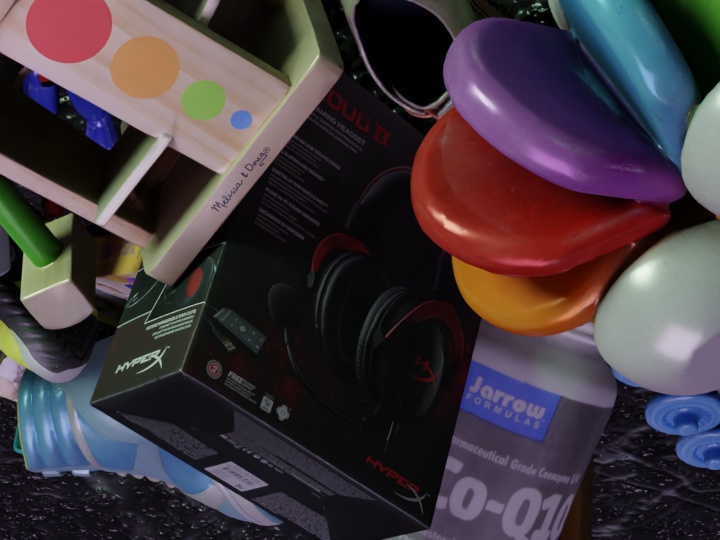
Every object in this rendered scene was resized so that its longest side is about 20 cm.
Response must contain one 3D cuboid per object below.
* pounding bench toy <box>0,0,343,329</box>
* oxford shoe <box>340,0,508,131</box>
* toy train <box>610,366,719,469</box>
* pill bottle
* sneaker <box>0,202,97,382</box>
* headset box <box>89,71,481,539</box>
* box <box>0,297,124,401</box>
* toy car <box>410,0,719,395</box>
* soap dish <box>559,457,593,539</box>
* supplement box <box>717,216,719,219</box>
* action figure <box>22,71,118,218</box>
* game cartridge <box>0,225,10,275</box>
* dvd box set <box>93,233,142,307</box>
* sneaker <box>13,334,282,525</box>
[{"bbox_3d":[-0.135,-0.078,0.740,0.155,0.125,0.200,27,116,-29],"label":"pounding bench toy"},{"bbox_3d":[0.033,-0.092,0.803,0.070,0.074,0.200,-8,146,24],"label":"oxford shoe"},{"bbox_3d":[0.212,0.045,0.985,0.113,0.087,0.200,-15,143,24],"label":"toy train"},{"bbox_3d":[0.065,0.083,0.908,0.113,0.202,0.114,21,-173,-3],"label":"pill bottle"},{"bbox_3d":[-0.216,-0.009,0.915,0.200,0.075,0.077,44,115,14],"label":"sneaker"},{"bbox_3d":[-0.019,0.003,0.808,0.148,0.201,0.075,36,144,-28],"label":"headset box"},{"bbox_3d":[-0.128,0.068,1.099,0.199,0.050,0.076,20,110,-22],"label":"box"},{"bbox_3d":[0.095,-0.057,0.700,0.149,0.176,0.201,-3,134,-28],"label":"toy car"},{"bbox_3d":[0.063,0.131,1.033,0.156,0.202,0.081,5,159,-2],"label":"soap dish"},{"bbox_3d":[0.161,-0.070,0.821,0.066,0.069,0.200,20,145,-19],"label":"supplement box"},{"bbox_3d":[-0.147,-0.100,0.855,0.065,0.052,0.201,2,150,1],"label":"action figure"},{"bbox_3d":[-0.263,-0.052,0.866,0.198,0.041,0.134,7,111,26],"label":"game cartridge"},{"bbox_3d":[-0.073,0.018,0.954,0.145,0.030,0.200,23,171,-18],"label":"dvd box set"},{"bbox_3d":[-0.130,0.100,1.053,0.129,0.080,0.200,-13,142,22],"label":"sneaker"}]
